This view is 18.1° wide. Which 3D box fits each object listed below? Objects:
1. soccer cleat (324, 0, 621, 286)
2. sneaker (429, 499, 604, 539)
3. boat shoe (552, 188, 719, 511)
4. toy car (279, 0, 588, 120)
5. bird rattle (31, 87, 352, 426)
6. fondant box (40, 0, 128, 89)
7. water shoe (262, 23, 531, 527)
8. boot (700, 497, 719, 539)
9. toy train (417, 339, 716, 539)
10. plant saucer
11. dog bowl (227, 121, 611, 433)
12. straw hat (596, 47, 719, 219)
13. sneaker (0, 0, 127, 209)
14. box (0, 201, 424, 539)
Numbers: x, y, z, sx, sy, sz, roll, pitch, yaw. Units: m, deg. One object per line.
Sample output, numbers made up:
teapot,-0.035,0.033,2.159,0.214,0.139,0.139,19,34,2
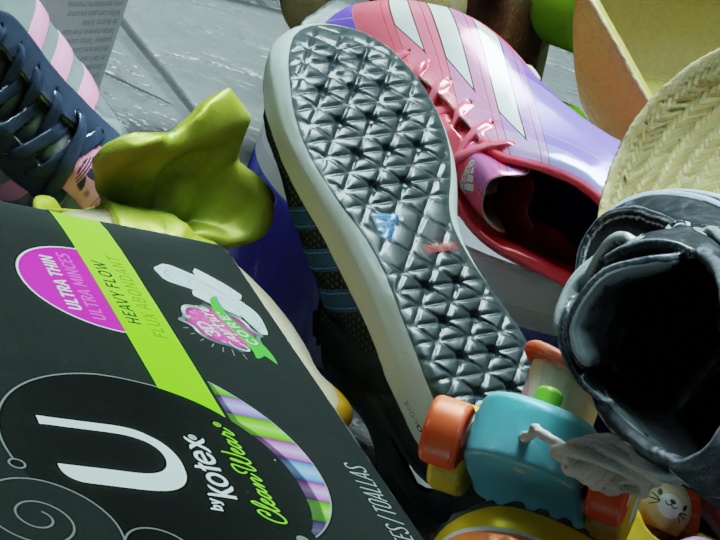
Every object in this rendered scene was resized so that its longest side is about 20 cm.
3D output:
soccer cleat,0.047,-0.051,0.896,0.200,0.067,0.076,37,29,28
sneaker,0.102,0.147,0.687,0.199,0.070,0.090,23,34,3
boat shoe,0.089,0.017,0.648,0.068,0.072,0.200,27,16,-19
toy car,0.007,-0.118,1.119,0.164,0.159,0.200,25,18,33
bird rattle,-0.084,0.019,0.763,0.163,0.113,0.200,45,28,12
fondant box,-0.153,-0.130,0.914,0.058,0.201,0.144,30,21,26
water shoe,0.000,0.000,0.839,0.071,0.079,0.201,0,55,-32
boot,0.227,0.107,0.906,0.199,0.073,0.144,7,24,-16
toy train,0.114,0.077,0.742,0.200,0.056,0.150,35,-23,-34
plant saucer,0.180,-0.029,0.972,0.199,0.048,0.201,-2,60,-48
dog bowl,0.042,-0.005,0.978,0.199,0.079,0.200,20,20,-8
straw hat,0.188,0.004,0.823,0.200,0.201,0.085,31,-20,23
sneaker,-0.124,-0.061,0.864,0.082,0.070,0.200,39,-5,22
box,-0.085,0.078,0.563,0.148,0.125,0.200,11,24,-30
